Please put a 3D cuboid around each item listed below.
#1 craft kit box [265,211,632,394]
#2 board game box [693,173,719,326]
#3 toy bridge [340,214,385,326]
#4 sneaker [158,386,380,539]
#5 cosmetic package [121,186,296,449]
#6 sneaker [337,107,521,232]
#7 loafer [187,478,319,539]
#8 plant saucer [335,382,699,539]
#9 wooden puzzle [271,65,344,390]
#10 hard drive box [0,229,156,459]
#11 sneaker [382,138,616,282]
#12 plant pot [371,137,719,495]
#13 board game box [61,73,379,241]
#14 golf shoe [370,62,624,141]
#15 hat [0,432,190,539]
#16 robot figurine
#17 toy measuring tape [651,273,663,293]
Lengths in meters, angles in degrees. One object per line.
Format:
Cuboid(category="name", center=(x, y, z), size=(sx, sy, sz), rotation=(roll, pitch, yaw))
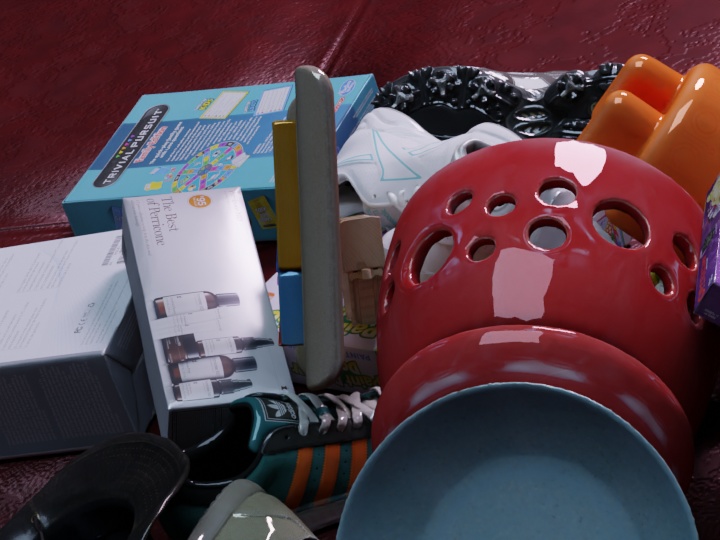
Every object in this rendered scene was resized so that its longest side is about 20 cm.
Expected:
Cuboid(category="craft kit box", center=(0.043, 0.008, 1.820), size=(0.199, 0.049, 0.198), rotation=(7, 42, 39))
Cuboid(category="board game box", center=(0.280, 0.024, 1.540), size=(0.199, 0.032, 0.120), rotation=(26, 31, -6))
Cuboid(category="toy bridge", center=(0.000, 0.000, 1.715), size=(0.027, 0.068, 0.200), rotation=(-8, 2, -1))
Cuboid(category="sneaker", center=(-0.031, 0.105, 1.662), size=(0.199, 0.080, 0.071), rotation=(-25, 29, -10))
Cuboid(category="cosmetic package", center=(-0.098, 0.030, 1.763), size=(0.082, 0.051, 0.200), rotation=(-5, 42, -12))
Cuboid(category="sneaker", center=(0.050, -0.052, 1.817), size=(0.080, 0.071, 0.200), rotation=(-46, 31, -25))
Cuboid(category="loafer", center=(-0.083, 0.196, 1.548), size=(0.068, 0.076, 0.200), rotation=(14, 47, 20))
Cuboid(category="plant saucer", center=(0.084, 0.159, 1.444), size=(0.200, 0.202, 0.039), rotation=(-8, -5, 19))
Cuboid(category="wooden puzzle", center=(-0.035, -0.023, 1.666), size=(0.037, 0.186, 0.200), rotation=(-2, -1, -3))
Cuboid(category="hard drive box", center=(-0.227, 0.052, 1.872), size=(0.199, 0.077, 0.156), rotation=(-7, 32, 20))
Cuboid(category="sneaker", center=(0.075, -0.036, 1.710), size=(0.078, 0.100, 0.200), rotation=(-34, 17, -34))
Cuboid(category="plant pot", center=(0.104, 0.057, 1.556), size=(0.200, 0.201, 0.183), rotation=(-9, 40, 18))
Cuboid(category="board game box", center=(-0.097, -0.079, 2.041), size=(0.199, 0.047, 0.151), rotation=(-3, 34, 27))
Cuboid(category="golf shoe", center=(0.109, -0.103, 1.934), size=(0.199, 0.078, 0.094), rotation=(1, -1, 15))
Cuboid(category="hat", center=(-0.159, 0.190, 1.596), size=(0.200, 0.081, 0.201), rotation=(-34, 22, 15))
Cuboid(category="robot figurine", center=(0.227, -0.045, 1.675), size=(0.117, 0.200, 0.144), rotation=(-57, 1, 8))
Cuboid(category="toy measuring tape", center=(0.195, -0.020, 1.747), size=(0.073, 0.074, 0.200), rotation=(4, 37, 36))
